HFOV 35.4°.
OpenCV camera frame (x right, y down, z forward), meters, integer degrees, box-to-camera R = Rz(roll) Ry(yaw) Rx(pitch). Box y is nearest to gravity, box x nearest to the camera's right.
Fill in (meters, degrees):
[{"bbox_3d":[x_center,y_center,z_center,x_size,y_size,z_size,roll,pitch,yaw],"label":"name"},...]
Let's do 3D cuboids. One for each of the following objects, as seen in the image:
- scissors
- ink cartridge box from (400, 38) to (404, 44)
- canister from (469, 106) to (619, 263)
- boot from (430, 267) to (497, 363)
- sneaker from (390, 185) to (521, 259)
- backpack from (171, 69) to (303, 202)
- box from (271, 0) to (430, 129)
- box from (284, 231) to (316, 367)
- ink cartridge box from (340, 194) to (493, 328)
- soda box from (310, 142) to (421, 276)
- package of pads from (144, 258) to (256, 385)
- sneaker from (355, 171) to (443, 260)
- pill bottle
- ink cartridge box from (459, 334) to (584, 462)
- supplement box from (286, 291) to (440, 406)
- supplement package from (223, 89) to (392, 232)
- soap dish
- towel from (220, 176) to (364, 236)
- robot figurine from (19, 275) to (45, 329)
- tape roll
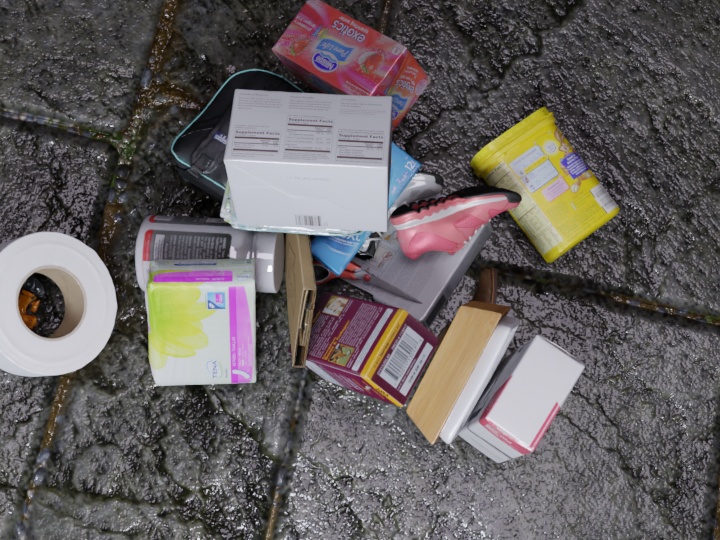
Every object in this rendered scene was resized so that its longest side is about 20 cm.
[{"bbox_3d":[0.000,0.000,1.674,0.199,0.014,0.073,12,110,21],"label":"scissors"},{"bbox_3d":[-0.008,-0.243,1.701,0.084,0.176,0.201,18,74,-1],"label":"ink cartridge box"},{"bbox_3d":[0.286,-0.130,1.748,0.148,0.087,0.200,-34,83,-13],"label":"canister"},{"bbox_3d":[0.157,0.085,1.689,0.075,0.074,0.201,16,78,5],"label":"boot"},{"bbox_3d":[0.144,-0.070,1.673,0.199,0.074,0.087,-14,105,-8],"label":"sneaker"},{"bbox_3d":[-0.159,-0.190,1.682,0.175,0.153,0.200,31,81,10],"label":"backpack"},{"bbox_3d":[-0.015,-0.291,1.600,0.200,0.095,0.103,36,88,33],"label":"box"},{"bbox_3d":[-0.088,0.010,1.594,0.021,0.164,0.200,0,46,-10],"label":"box"},{"bbox_3d":[0.078,-0.029,1.724,0.173,0.044,0.200,27,73,28],"label":"ink cartridge box"},{"bbox_3d":[0.003,-0.090,1.638,0.064,0.068,0.200,36,86,-2],"label":"soda box"},{"bbox_3d":[-0.224,0.076,1.590,0.154,0.201,0.068,-1,38,-5],"label":"package of pads"},{"bbox_3d":[0.036,-0.077,1.710,0.200,0.076,0.116,-12,77,6],"label":"sneaker"},{"bbox_3d":[-0.216,-0.019,1.639,0.199,0.114,0.114,3,75,5],"label":"pill bottle"},{"bbox_3d":[0.223,0.185,1.599,0.085,0.200,0.146,34,75,4],"label":"ink cartridge box"},{"bbox_3d":[0.002,0.107,1.595,0.086,0.200,0.111,41,73,-32],"label":"supplement box"},{"bbox_3d":[-0.061,-0.138,1.442,0.199,0.156,0.111,4,62,3],"label":"supplement package"},{"bbox_3d":[0.142,0.134,1.573,0.081,0.157,0.201,28,97,10],"label":"soap dish"},{"bbox_3d":[-0.084,-0.133,1.553,0.199,0.048,0.172,4,65,2],"label":"towel"},{"bbox_3d":[-0.556,0.044,1.633,0.199,0.058,0.145,22,75,1],"label":"robot figurine"},{"bbox_3d":[-0.448,0.048,1.585,0.202,0.071,0.203,6,81,-39],"label":"tape roll"}]
